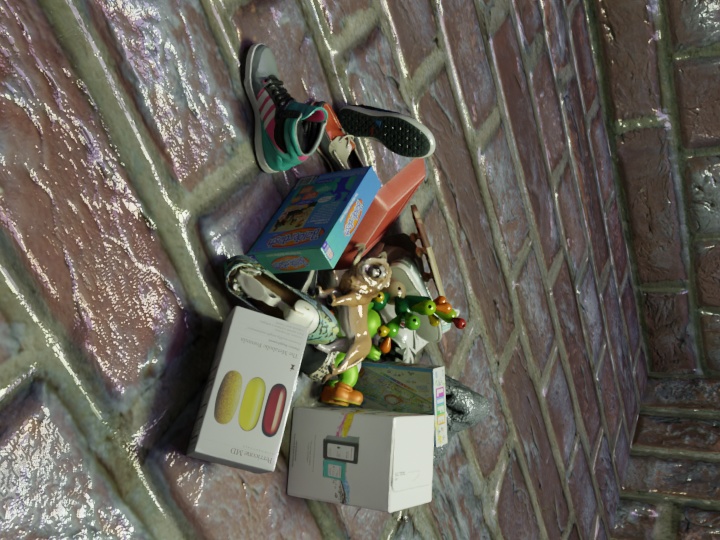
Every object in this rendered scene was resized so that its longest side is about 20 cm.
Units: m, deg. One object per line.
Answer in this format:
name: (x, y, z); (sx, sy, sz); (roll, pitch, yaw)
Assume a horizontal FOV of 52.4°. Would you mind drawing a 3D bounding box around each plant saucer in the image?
plant saucer: (0.037, -0.097, 1.317); (0.037, 0.200, 0.200); (39, 41, 5)

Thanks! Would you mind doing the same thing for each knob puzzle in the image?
knob puzzle: (0.120, -0.041, 1.437); (0.220, 0.030, 0.221); (-18, 90, -86)

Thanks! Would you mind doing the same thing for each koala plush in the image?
koala plush: (0.147, 0.317, 1.493); (0.201, 0.183, 0.177); (-66, 161, 1)

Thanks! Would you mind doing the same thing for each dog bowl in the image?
dog bowl: (0.058, 0.025, 1.449); (0.200, 0.058, 0.201); (1, 89, -58)

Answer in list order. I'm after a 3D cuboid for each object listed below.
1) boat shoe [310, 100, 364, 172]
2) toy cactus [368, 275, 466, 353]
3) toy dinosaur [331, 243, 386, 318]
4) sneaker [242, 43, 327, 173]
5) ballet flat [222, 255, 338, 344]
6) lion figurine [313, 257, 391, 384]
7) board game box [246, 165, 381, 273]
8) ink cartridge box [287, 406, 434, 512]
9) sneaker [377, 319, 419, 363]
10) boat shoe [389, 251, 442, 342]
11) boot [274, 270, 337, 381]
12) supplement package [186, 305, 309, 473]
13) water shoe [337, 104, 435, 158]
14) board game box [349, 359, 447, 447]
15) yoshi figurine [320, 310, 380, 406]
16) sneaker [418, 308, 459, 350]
boat shoe: (-0.032, -0.213, 1.312); (0.071, 0.062, 0.201); (-52, 129, -42)
toy cactus: (0.073, 0.065, 1.293); (0.199, 0.165, 0.103); (-4, 119, -17)
toy dinosaur: (0.000, 0.000, 1.273); (0.200, 0.058, 0.101); (-47, 172, -47)
sneaker: (-0.112, -0.256, 1.131); (0.084, 0.120, 0.201); (-23, 108, -55)
ballet flat: (-0.120, 0.051, 1.075); (0.199, 0.074, 0.074); (32, 53, -6)
lion figurine: (-0.011, 0.078, 1.173); (0.122, 0.072, 0.201); (-5, 107, -39)
board game box: (-0.072, -0.080, 1.160); (0.045, 0.152, 0.200); (60, 43, -33)
ink cartridge box: (0.004, 0.308, 1.222); (0.147, 0.199, 0.147); (15, 76, -57)
sneaker: (0.077, 0.160, 1.393); (0.089, 0.074, 0.200); (-48, 161, -33)
boat shoe: (0.116, 0.053, 1.420); (0.200, 0.073, 0.062); (61, 42, -27)
boot: (-0.089, 0.073, 1.209); (0.154, 0.073, 0.204); (42, 56, -53)
supplement package: (-0.157, 0.170, 1.019); (0.113, 0.110, 0.201); (17, 69, -14)
water shoe: (0.056, -0.264, 1.327); (0.079, 0.199, 0.072); (-39, 146, -49)
board game box: (0.063, 0.233, 1.315); (0.034, 0.199, 0.135); (-4, 93, -49)
yoshi figurine: (-0.009, 0.141, 1.307); (0.112, 0.112, 0.201); (49, 45, -66)
sneaker: (0.146, 0.121, 1.555); (0.200, 0.088, 0.076); (-41, 124, -50)
